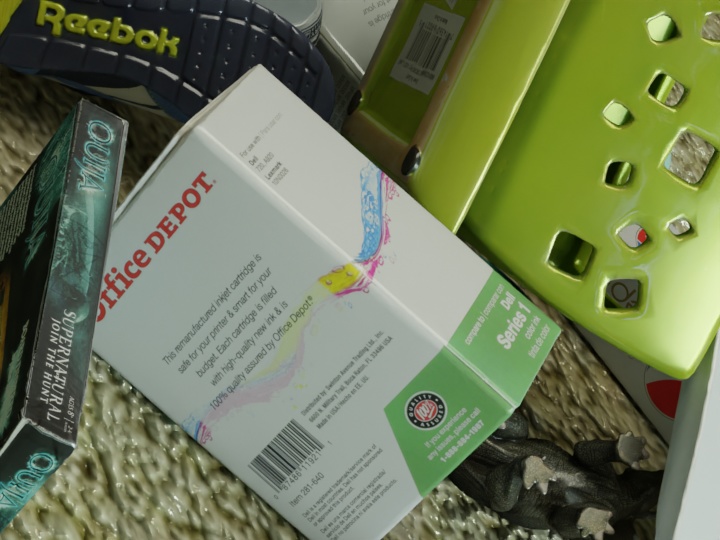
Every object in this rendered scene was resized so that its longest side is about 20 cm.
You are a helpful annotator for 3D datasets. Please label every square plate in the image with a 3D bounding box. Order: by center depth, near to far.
[{"bbox_3d":[0.205,0.104,1.229,0.200,0.028,0.199,41,59,-54],"label":"square plate"}]

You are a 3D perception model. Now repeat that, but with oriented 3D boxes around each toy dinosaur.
[{"bbox_3d":[0.085,0.105,1.197,0.199,0.102,0.077,20,68,-13],"label":"toy dinosaur"}]

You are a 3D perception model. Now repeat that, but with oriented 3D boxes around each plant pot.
[{"bbox_3d":[0.107,-0.085,1.193,0.181,0.200,0.200,24,7,-20],"label":"plant pot"}]

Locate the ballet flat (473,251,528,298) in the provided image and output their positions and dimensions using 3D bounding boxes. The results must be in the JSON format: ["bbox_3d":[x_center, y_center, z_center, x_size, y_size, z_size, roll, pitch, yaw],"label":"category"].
[{"bbox_3d":[0.000,0.000,1.228,0.199,0.067,0.068,29,32,-21],"label":"ballet flat"}]

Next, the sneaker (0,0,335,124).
[{"bbox_3d":[-0.109,-0.118,1.207,0.199,0.074,0.082,19,-1,-8],"label":"sneaker"}]

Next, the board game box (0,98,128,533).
[{"bbox_3d":[-0.152,0.036,0.978,0.028,0.135,0.201,27,38,-21],"label":"board game box"}]

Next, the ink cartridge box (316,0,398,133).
[{"bbox_3d":[-0.002,-0.163,1.353,0.145,0.083,0.200,-31,77,-35],"label":"ink cartridge box"}]

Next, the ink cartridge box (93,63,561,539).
[{"bbox_3d":[-0.029,0.023,1.105,0.200,0.145,0.084,41,35,-3],"label":"ink cartridge box"}]

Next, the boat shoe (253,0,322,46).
[{"bbox_3d":[-0.113,-0.154,1.278,0.198,0.068,0.074,22,43,12],"label":"boat shoe"}]

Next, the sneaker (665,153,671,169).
[{"bbox_3d":[0.099,-0.117,1.457,0.140,0.078,0.200,-15,60,-46],"label":"sneaker"}]

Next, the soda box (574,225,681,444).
[{"bbox_3d":[0.186,0.037,1.379,0.200,0.064,0.068,53,35,13],"label":"soda box"}]
